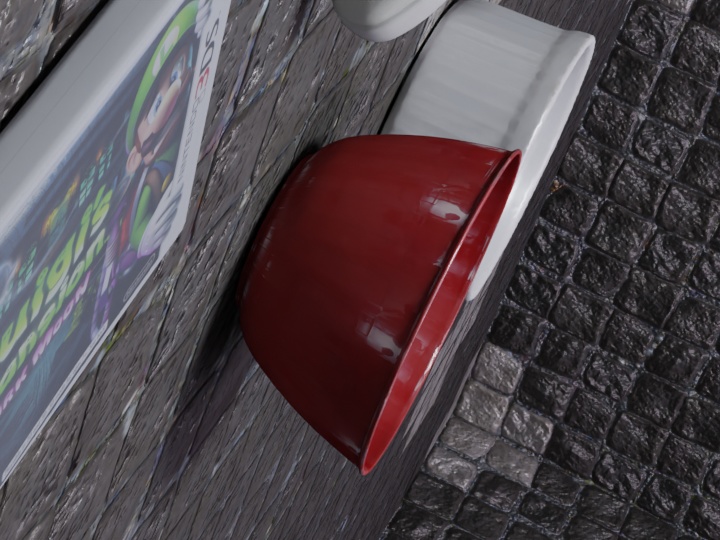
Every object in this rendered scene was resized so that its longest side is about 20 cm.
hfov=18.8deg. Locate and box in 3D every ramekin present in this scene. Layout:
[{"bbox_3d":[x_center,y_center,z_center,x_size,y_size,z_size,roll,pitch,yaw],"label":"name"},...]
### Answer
[{"bbox_3d":[0.076,-0.089,1.492,0.201,0.097,0.201,-63,173,-14],"label":"ramekin"}]

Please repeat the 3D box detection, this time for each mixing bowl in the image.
[{"bbox_3d":[0.000,0.000,1.208,0.201,0.108,0.200,-62,173,-13],"label":"mixing bowl"}]

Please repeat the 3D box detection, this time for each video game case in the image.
[{"bbox_3d":[-0.102,-0.012,0.766,0.200,0.023,0.182,-58,171,-39],"label":"video game case"}]

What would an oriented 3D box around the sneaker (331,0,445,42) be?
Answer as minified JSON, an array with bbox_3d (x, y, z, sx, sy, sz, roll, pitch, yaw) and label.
[{"bbox_3d":[0.032,-0.202,0.984,0.085,0.073,0.200,18,106,-52],"label":"sneaker"}]
